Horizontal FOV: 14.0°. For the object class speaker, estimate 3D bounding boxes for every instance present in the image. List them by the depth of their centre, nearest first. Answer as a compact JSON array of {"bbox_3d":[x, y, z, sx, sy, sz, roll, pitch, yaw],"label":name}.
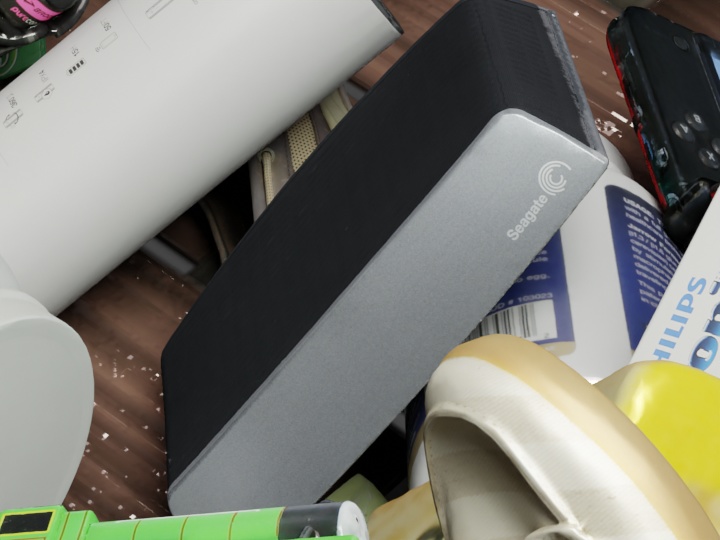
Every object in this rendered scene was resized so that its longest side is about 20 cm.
[{"bbox_3d":[-0.085,-0.056,1.087,0.200,0.081,0.081,-39,56,4],"label":"speaker"}]

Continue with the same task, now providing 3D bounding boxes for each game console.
[{"bbox_3d":[0.214,-0.040,1.097,0.200,0.119,0.172,21,38,-33],"label":"game console"}]

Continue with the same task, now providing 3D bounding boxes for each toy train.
[{"bbox_3d":[-0.087,0.096,0.869,0.200,0.042,0.056,-6,38,16],"label":"toy train"}]

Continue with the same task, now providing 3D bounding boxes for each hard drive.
[{"bbox_3d":[0.000,0.000,1.016,0.042,0.200,0.135,33,21,-21],"label":"hard drive"}]

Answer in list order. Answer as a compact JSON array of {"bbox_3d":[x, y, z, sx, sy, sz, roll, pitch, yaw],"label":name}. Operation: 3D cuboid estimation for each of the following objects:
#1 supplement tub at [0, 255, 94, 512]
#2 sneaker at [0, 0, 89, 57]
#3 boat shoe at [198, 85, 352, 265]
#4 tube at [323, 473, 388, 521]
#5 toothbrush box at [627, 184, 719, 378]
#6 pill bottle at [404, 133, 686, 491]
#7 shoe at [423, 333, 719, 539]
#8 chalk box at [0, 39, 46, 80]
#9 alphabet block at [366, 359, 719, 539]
[{"bbox_3d":[-0.205,0.028,1.002,0.200,0.144,0.144,29,50,26],"label":"supplement tub"},{"bbox_3d":[-0.150,-0.108,1.083,0.084,0.077,0.200,36,92,45],"label":"sneaker"},{"bbox_3d":[-0.049,-0.064,1.160,0.073,0.075,0.200,-5,46,-31],"label":"boat shoe"},{"bbox_3d":[0.038,0.149,1.002,0.200,0.052,0.058,39,20,30],"label":"tube"},{"bbox_3d":[0.195,0.015,0.857,0.200,0.085,0.146,19,78,49],"label":"toothbrush box"},{"bbox_3d":[0.070,0.028,1.062,0.111,0.111,0.200,4,33,-4],"label":"pill bottle"},{"bbox_3d":[0.062,0.109,0.679,0.053,0.070,0.200,-25,86,-35],"label":"shoe"},{"bbox_3d":[-0.205,-0.142,1.176,0.200,0.124,0.125,-27,49,-27],"label":"chalk box"},{"bbox_3d":[0.086,0.168,0.822,0.196,0.200,0.195,28,65,-12],"label":"alphabet block"}]
